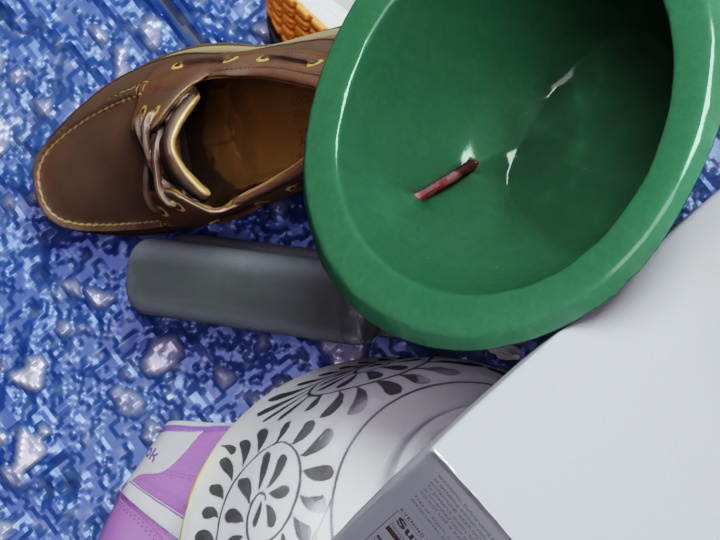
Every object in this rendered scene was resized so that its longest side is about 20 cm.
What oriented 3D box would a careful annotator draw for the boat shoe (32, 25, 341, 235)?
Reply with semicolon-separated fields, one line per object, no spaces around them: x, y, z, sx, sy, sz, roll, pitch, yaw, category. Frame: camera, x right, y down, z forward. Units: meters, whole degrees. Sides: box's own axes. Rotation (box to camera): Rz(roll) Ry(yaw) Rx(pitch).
-0.061;-0.054;1.157;0.200;0.067;0.072;-13;95;37;boat shoe

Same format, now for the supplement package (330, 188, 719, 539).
0.113;0.085;1.020;0.156;0.111;0.200;49;54;4;supplement package

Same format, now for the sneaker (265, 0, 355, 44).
0.049;-0.069;1.187;0.200;0.076;0.092;40;62;20;sneaker

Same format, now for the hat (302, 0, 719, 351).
0.095;-0.041;1.075;0.165;0.176;0.201;13;78;35;hat

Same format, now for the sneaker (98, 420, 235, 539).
-0.006;0.123;1.166;0.200;0.073;0.115;25;85;10;sneaker

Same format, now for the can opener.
0.000;0.000;1.157;0.199;0.053;0.067;2;94;30;can opener

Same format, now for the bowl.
0.038;0.107;1.102;0.200;0.094;0.201;8;62;-16;bowl
